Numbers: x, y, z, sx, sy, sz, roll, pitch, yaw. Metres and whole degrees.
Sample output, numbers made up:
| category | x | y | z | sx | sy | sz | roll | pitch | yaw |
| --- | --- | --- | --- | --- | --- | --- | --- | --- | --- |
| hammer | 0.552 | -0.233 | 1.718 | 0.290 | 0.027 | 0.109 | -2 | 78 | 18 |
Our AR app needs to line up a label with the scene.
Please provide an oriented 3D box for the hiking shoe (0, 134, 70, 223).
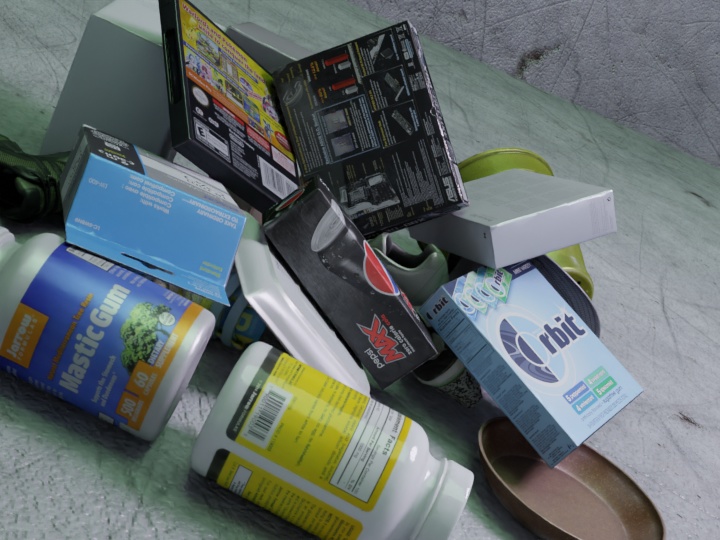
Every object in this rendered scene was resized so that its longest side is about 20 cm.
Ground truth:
| category | x | y | z | sx | sy | sz | roll | pitch | yaw |
| --- | --- | --- | --- | --- | --- | --- | --- | --- | --- |
| hiking shoe | -0.308 | -0.073 | 1.179 | 0.199 | 0.076 | 0.101 | 12 | 32 | -14 |

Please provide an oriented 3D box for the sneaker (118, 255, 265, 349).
| category | x | y | z | sx | sy | sz | roll | pitch | yaw |
| --- | --- | --- | --- | --- | --- | --- | --- | --- | --- |
| sneaker | -0.158 | 0.022 | 1.104 | 0.130 | 0.080 | 0.200 | 35 | 22 | 25 |

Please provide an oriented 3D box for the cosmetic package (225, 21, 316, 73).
| category | x | y | z | sx | sy | sz | roll | pitch | yaw |
| --- | --- | --- | --- | --- | --- | --- | --- | --- | --- |
| cosmetic package | -0.071 | -0.192 | 1.362 | 0.199 | 0.107 | 0.090 | 30 | 20 | 7 |

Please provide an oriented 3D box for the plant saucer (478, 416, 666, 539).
| category | x | y | z | sx | sy | sz | roll | pitch | yaw |
| --- | --- | --- | --- | --- | --- | --- | --- | --- | --- |
| plant saucer | 0.193 | 0.213 | 1.139 | 0.200 | 0.037 | 0.201 | 25 | 20 | -10 |

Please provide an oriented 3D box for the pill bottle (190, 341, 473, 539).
| category | x | y | z | sx | sy | sz | roll | pitch | yaw |
| --- | --- | --- | --- | --- | --- | --- | --- | --- | --- |
| pill bottle | -0.020 | 0.147 | 0.922 | 0.199 | 0.113 | 0.112 | 28 | 20 | 1 |

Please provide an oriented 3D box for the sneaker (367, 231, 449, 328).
| category | x | y | z | sx | sy | sz | roll | pitch | yaw |
| --- | --- | --- | --- | --- | --- | --- | --- | --- | --- |
| sneaker | 0.000 | 0.000 | 1.262 | 0.199 | 0.092 | 0.076 | 3 | 27 | 10 |

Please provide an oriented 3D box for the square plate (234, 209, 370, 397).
| category | x | y | z | sx | sy | sz | roll | pitch | yaw |
| --- | --- | --- | --- | --- | --- | --- | --- | --- | --- |
| square plate | -0.052 | 0.042 | 1.126 | 0.198 | 0.028 | 0.200 | 52 | 7 | -27 |

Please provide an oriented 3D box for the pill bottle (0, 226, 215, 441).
| category | x | y | z | sx | sy | sz | roll | pitch | yaw |
| --- | --- | --- | --- | --- | --- | --- | --- | --- | --- |
| pill bottle | -0.223 | 0.040 | 0.927 | 0.199 | 0.112 | 0.112 | 26 | 20 | -2 |

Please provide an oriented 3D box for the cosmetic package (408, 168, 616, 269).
| category | x | y | z | sx | sy | sz | roll | pitch | yaw |
| --- | --- | --- | --- | --- | --- | --- | --- | --- | --- |
| cosmetic package | 0.158 | -0.060 | 1.306 | 0.150 | 0.052 | 0.200 | -14 | 16 | -20 |

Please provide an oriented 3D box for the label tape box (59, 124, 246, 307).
| category | x | y | z | sx | sy | sz | roll | pitch | yaw |
| --- | --- | --- | --- | --- | --- | --- | --- | --- | --- |
| label tape box | -0.175 | -0.052 | 1.019 | 0.144 | 0.064 | 0.200 | 23 | 10 | -21 |

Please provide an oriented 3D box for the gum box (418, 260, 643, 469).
| category | x | y | z | sx | sy | sz | roll | pitch | yaw |
| --- | --- | --- | --- | --- | --- | --- | --- | --- | --- |
| gum box | 0.174 | 0.082 | 1.210 | 0.200 | 0.045 | 0.170 | 50 | 35 | 12 |

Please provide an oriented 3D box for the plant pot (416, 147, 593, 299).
| category | x | y | z | sx | sy | sz | roll | pitch | yaw |
| --- | --- | --- | --- | --- | --- | --- | --- | --- | --- |
| plant pot | 0.195 | -0.017 | 1.513 | 0.200 | 0.201 | 0.193 | 13 | 35 | -34 |

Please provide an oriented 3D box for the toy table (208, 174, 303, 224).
| category | x | y | z | sx | sy | sz | roll | pitch | yaw |
| --- | --- | --- | --- | --- | --- | --- | --- | --- | --- |
| toy table | -0.118 | -0.080 | 1.351 | 0.199 | 0.118 | 0.184 | 23 | 20 | -9 |

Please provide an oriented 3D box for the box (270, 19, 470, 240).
| category | x | y | z | sx | sy | sz | roll | pitch | yaw |
| --- | --- | --- | --- | --- | --- | --- | --- | --- | --- |
| box | 0.010 | -0.138 | 1.257 | 0.050 | 0.157 | 0.201 | -1 | 73 | -77 |

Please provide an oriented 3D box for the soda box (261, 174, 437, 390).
| category | x | y | z | sx | sy | sz | roll | pitch | yaw |
| --- | --- | --- | --- | --- | --- | --- | --- | --- | --- |
| soda box | -0.010 | 0.011 | 1.147 | 0.200 | 0.071 | 0.063 | 54 | 8 | -16 |

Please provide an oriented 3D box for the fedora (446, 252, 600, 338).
| category | x | y | z | sx | sy | sz | roll | pitch | yaw |
| --- | --- | --- | --- | --- | --- | --- | --- | --- | --- |
| fedora | 0.162 | 0.055 | 1.360 | 0.200 | 0.177 | 0.090 | 44 | 53 | 8 |

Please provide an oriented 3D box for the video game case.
| category | x | y | z | sx | sy | sz | roll | pitch | yaw |
| --- | --- | --- | --- | --- | --- | --- | --- | --- | --- |
| video game case | -0.126 | -0.154 | 1.193 | 0.200 | 0.025 | 0.182 | 36 | 38 | -52 |

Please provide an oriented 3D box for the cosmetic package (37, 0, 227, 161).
| category | x | y | z | sx | sy | sz | roll | pitch | yaw |
| --- | --- | --- | --- | --- | --- | --- | --- | --- | --- |
| cosmetic package | -0.249 | -0.181 | 1.307 | 0.122 | 0.200 | 0.200 | 24 | 20 | -8 |

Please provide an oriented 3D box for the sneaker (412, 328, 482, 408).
| category | x | y | z | sx | sy | sz | roll | pitch | yaw |
| --- | --- | --- | --- | --- | --- | --- | --- | --- | --- |
| sneaker | 0.085 | 0.089 | 1.298 | 0.089 | 0.077 | 0.200 | 53 | 9 | -23 |
